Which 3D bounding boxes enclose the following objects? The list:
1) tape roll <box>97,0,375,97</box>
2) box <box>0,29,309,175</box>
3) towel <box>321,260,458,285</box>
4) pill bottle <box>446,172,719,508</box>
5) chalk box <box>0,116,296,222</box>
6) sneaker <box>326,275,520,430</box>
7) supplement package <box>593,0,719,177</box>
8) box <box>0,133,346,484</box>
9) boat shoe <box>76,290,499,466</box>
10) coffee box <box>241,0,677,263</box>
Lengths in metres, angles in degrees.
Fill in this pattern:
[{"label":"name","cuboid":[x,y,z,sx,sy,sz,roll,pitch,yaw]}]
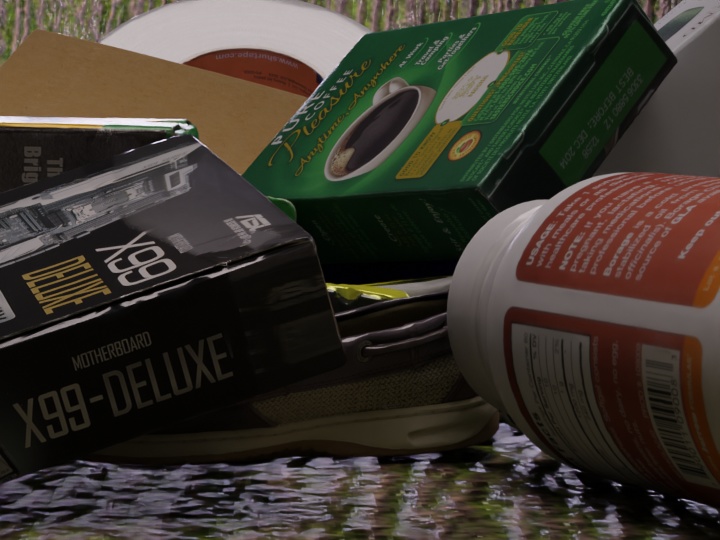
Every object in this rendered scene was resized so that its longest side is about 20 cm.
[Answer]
[{"label":"tape roll","cuboid":[-0.064,-0.067,1.492,0.199,0.066,0.201,3,45,-3]},{"label":"box","cuboid":[-0.115,-0.058,1.311,0.163,0.021,0.200,15,26,6]},{"label":"towel","cuboid":[0.000,0.000,1.264,0.147,0.050,0.200,-23,21,-13]},{"label":"pill bottle","cuboid":[0.115,0.022,0.939,0.112,0.113,0.200,-1,5,-28]},{"label":"chalk box","cuboid":[-0.127,-0.004,1.155,0.199,0.125,0.124,2,4,-1]},{"label":"sneaker","cuboid":[0.051,0.028,1.103,0.199,0.075,0.085,2,4,14]},{"label":"supplement package","cuboid":[0.180,-0.046,1.242,0.152,0.151,0.200,-40,4,1]},{"label":"box","cuboid":[-0.106,0.013,0.949,0.157,0.050,0.200,-19,17,-10]},{"label":"boat shoe","cuboid":[-0.042,0.037,1.013,0.199,0.065,0.072,-1,8,-17]},{"label":"coffee box","cuboid":[0.035,-0.059,1.171,0.200,0.044,0.123,-3,43,54]}]
